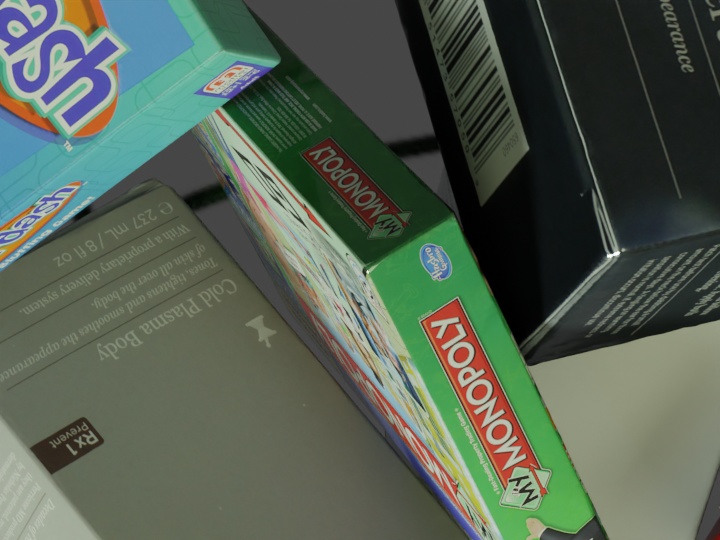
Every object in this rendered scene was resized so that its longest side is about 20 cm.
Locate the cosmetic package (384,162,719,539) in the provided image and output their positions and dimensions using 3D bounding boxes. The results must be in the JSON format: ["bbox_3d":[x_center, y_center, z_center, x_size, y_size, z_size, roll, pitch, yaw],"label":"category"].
[{"bbox_3d":[0.076,-0.008,0.918,0.102,0.074,0.200,7,125,-12],"label":"cosmetic package"}]

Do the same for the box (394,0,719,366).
[{"bbox_3d":[0.121,-0.076,0.787,0.200,0.149,0.107,-13,166,-16],"label":"box"}]

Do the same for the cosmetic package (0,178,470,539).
[{"bbox_3d":[-0.045,0.085,0.875,0.200,0.107,0.090,46,140,14],"label":"cosmetic package"}]

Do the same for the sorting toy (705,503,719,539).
[{"bbox_3d":[0.178,0.057,0.911,0.070,0.199,0.200,39,112,-1],"label":"sorting toy"}]

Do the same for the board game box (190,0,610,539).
[{"bbox_3d":[0.000,0.000,0.836,0.029,0.200,0.135,-31,123,-7],"label":"board game box"}]

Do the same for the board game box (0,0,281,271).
[{"bbox_3d":[-0.144,-0.063,0.817,0.200,0.045,0.152,-36,78,16],"label":"board game box"}]
